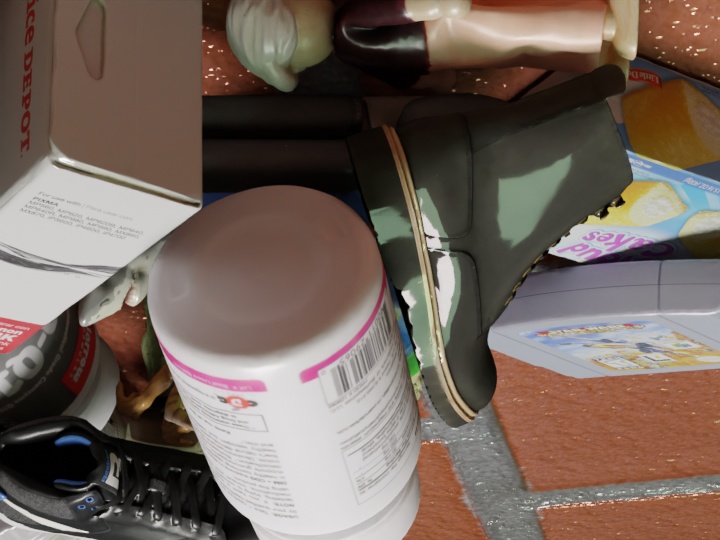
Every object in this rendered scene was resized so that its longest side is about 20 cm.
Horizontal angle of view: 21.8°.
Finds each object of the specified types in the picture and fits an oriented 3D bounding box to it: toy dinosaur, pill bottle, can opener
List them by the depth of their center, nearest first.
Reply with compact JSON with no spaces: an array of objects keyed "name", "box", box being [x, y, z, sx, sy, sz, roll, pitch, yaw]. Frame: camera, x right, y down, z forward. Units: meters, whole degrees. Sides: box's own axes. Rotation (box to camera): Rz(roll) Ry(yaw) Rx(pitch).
[{"name":"pill bottle","box":[-0.030,0.062,0.946,0.113,0.113,0.200,-5,139,8]},{"name":"can opener","box":[-0.011,-0.072,0.953,0.200,0.053,0.066,-3,151,-14]},{"name":"toy dinosaur","box":[-0.100,0.067,1.134,0.106,0.060,0.200,-39,-178,29]},{"name":"pill bottle","box":[-0.231,0.039,1.157,0.114,0.114,0.200,-9,152,15]}]

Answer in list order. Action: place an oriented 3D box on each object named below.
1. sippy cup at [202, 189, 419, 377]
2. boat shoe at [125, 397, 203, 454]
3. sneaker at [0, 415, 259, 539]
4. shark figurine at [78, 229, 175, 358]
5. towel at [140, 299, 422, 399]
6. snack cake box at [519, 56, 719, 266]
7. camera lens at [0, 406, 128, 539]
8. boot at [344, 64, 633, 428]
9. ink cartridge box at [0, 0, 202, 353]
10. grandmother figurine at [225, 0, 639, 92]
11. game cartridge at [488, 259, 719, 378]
[{"name":"sippy cup","box":[-0.027,-0.012,1.038,0.140,0.178,0.130,7,159,30]},{"name":"boat shoe","box":[-0.130,0.131,1.286,0.072,0.076,0.200,6,-179,6]},{"name":"sneaker","box":[-0.131,0.134,1.120,0.200,0.073,0.112,7,162,-4]},{"name":"shark figurine","box":[-0.132,-0.027,1.102,0.089,0.128,0.214,28,177,4]},{"name":"towel","box":[-0.050,0.053,1.277,0.200,0.037,0.148,4,153,-5]},{"name":"snack cake box","box":[0.175,-0.048,1.056,0.200,0.067,0.115,15,148,-29]},{"name":"camera lens","box":[-0.228,0.156,1.335,0.160,0.160,0.200,-8,152,13]},{"name":"boot","box":[0.083,-0.006,0.953,0.138,0.077,0.200,-18,139,1]},{"name":"ink cartridge box","box":[-0.162,-0.064,0.924,0.084,0.144,0.200,15,149,-32]},{"name":"grandmother figurine","box":[0.033,-0.118,0.927,0.200,0.061,0.121,1,155,1]},{"name":"game cartridge","box":[0.161,0.030,1.116,0.200,0.042,0.133,-8,164,42]}]
